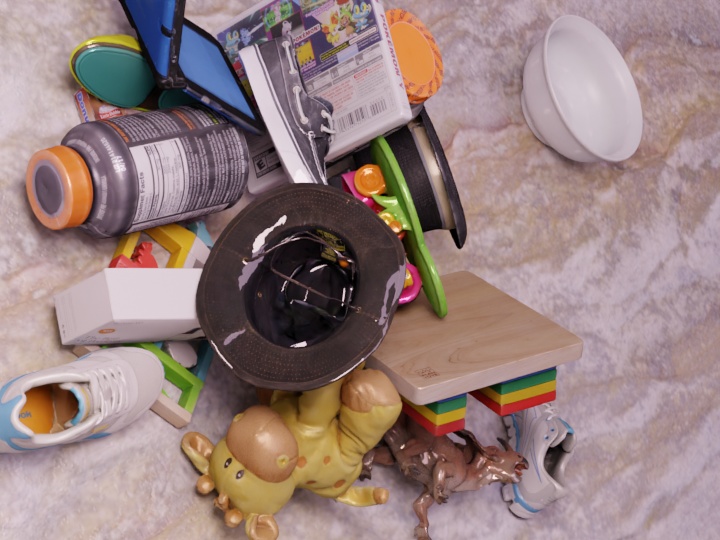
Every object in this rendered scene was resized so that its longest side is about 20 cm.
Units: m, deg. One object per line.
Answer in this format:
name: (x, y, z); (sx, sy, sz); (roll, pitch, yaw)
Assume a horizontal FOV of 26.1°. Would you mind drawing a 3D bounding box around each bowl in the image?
bowl: (0.272, -0.221, 2.021); (0.200, 0.090, 0.204); (22, 56, -37)

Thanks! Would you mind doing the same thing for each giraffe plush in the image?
giraffe plush: (-0.075, 0.162, 1.453); (0.161, 0.172, 0.203); (-20, 121, -39)

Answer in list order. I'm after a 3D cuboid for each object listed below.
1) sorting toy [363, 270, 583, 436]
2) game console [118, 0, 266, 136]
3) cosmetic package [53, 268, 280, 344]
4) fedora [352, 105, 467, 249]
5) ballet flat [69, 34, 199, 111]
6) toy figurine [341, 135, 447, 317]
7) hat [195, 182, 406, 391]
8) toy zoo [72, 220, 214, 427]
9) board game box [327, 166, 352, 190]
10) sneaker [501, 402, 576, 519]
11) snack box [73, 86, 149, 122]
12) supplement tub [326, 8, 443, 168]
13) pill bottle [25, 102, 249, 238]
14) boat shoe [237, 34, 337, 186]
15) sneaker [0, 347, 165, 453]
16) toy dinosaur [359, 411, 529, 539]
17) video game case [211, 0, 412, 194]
sorting toy: (0.082, 0.084, 1.540); (0.198, 0.198, 0.070); (-13, 118, -30)
game console: (-0.154, -0.246, 1.460); (0.117, 0.172, 0.201); (-3, 36, -22)
cosmetic package: (-0.171, 0.033, 1.408); (0.199, 0.082, 0.051); (0, 71, -46)
fedora: (0.045, -0.105, 1.702); (0.201, 0.091, 0.203); (160, -90, -89)
ballet flat: (-0.203, -0.188, 1.501); (0.199, 0.067, 0.067); (18, 33, -41)
toy figurine: (-0.033, -0.013, 1.539); (0.182, 0.150, 0.202); (-21, 69, -6)
hat: (-0.053, 0.026, 1.406); (0.198, 0.081, 0.203); (-1, 65, 1)
toy zoo: (-0.185, 0.031, 1.473); (0.131, 0.020, 0.202); (39, 47, -27)
board game box: (0.000, 0.000, 1.636); (0.104, 0.023, 0.201); (-29, 88, -36)
sneaker: (0.209, 0.176, 1.770); (0.074, 0.086, 0.202); (19, 58, -38)
snack box: (-0.192, -0.151, 1.548); (0.199, 0.024, 0.073); (-10, 78, -48)
supplement tub: (-0.016, -0.186, 1.618); (0.122, 0.199, 0.124); (22, 56, -37)
pill bottle: (-0.206, -0.090, 1.425); (0.199, 0.106, 0.107); (-16, 83, -43)
boat shoe: (-0.055, -0.139, 1.490); (0.072, 0.067, 0.202); (70, -2, -64)
sneaker: (-0.237, 0.112, 1.325); (0.199, 0.080, 0.078); (-18, 96, -47)
toy dinosaur: (0.070, 0.186, 1.624); (0.200, 0.086, 0.136); (43, 44, -16)
video game case: (-0.052, -0.196, 1.547); (0.023, 0.199, 0.184); (6, 65, -54)
